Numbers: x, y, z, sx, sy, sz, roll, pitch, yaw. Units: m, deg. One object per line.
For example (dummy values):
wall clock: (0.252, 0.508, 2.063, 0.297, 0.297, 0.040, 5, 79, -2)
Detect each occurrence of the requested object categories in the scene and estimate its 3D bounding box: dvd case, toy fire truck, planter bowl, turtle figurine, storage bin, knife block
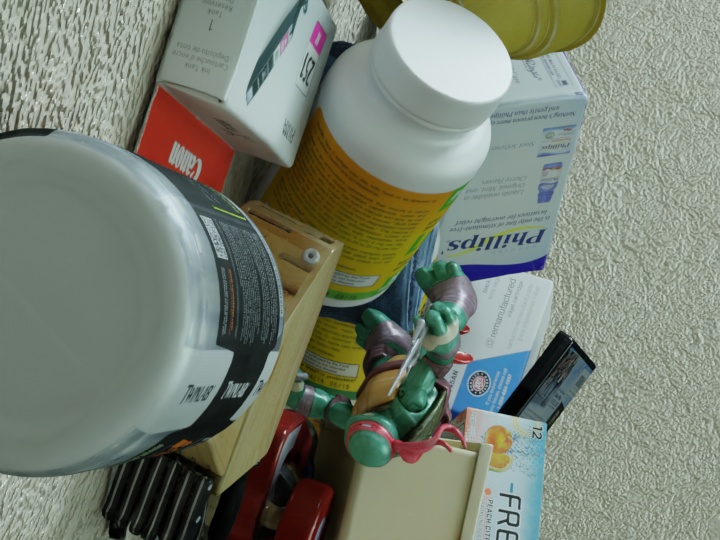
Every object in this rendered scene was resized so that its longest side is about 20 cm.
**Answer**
dvd case: (0.119, 0.143, 1.348, 0.200, 0.018, 0.143, -52, 160, 0)
toy fire truck: (-0.079, 0.191, 1.164, 0.168, 0.112, 0.200, -28, 135, -78)
planter bowl: (0.052, -0.192, 1.049, 0.083, 0.200, 0.200, -47, 162, -21)
turtle figurine: (0.014, 0.070, 1.068, 0.101, 0.150, 0.200, 65, 24, -15)
storage bin: (0.006, 0.213, 1.191, 0.199, 0.094, 0.200, 156, -54, -78)
knife block: (-0.083, 0.080, 0.998, 0.200, 0.064, 0.176, -58, 166, -21)

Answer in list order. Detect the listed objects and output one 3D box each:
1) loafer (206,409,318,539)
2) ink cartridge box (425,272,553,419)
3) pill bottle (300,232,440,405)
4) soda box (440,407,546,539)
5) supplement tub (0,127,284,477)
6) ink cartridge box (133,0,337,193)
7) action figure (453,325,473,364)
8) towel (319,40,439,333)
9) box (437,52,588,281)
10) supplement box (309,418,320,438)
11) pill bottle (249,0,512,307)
loafer: (-0.095, 0.204, 1.285, 0.070, 0.075, 0.200, 13, 91, -54)
ink cartridge box: (0.051, 0.057, 1.427, 0.084, 0.200, 0.145, 82, 27, -65)
pill bottle: (0.000, 0.000, 1.276, 0.113, 0.113, 0.200, -59, 165, -55)
soda box: (0.090, 0.206, 1.209, 0.064, 0.068, 0.200, 126, -26, -63)
supplement tub: (-0.099, 0.015, 0.652, 0.200, 0.122, 0.123, 18, 90, -81)
ink cartridge box: (-0.071, -0.081, 0.902, 0.200, 0.043, 0.174, 38, 69, -81)
action figure: (0.048, 0.136, 1.332, 0.065, 0.052, 0.200, -99, -155, -55)
towel: (0.004, -0.056, 1.162, 0.049, 0.111, 0.200, -68, 170, -69)
box: (0.087, -0.122, 1.320, 0.200, 0.105, 0.184, 99, -23, -48)
supplement box: (-0.046, 0.168, 1.483, 0.200, 0.066, 0.069, -39, 146, -73)
pill bottle: (0.013, -0.074, 1.031, 0.200, 0.111, 0.111, -54, -172, 47)
